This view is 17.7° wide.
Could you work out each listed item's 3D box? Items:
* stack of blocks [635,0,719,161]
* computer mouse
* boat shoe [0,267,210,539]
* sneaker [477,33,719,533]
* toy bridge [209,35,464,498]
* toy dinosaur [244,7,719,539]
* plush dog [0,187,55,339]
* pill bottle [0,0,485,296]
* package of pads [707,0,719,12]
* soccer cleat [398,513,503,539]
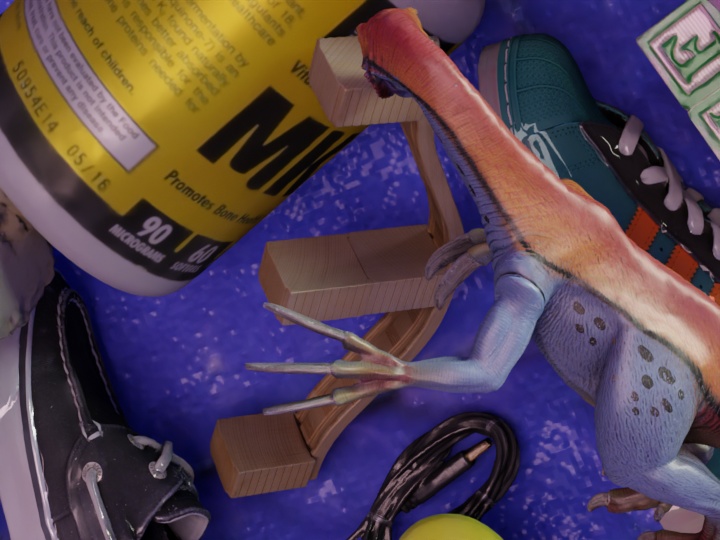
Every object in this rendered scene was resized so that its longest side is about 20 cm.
[{"bbox_3d":[0.148,-0.097,0.748,0.115,0.059,0.200,-35,88,18],"label":"stack of blocks"},{"bbox_3d":[-0.024,0.114,0.848,0.199,0.034,0.059,-30,54,14],"label":"computer mouse"},{"bbox_3d":[-0.087,0.087,0.822,0.067,0.072,0.201,-16,71,13],"label":"boat shoe"},{"bbox_3d":[0.109,0.003,0.773,0.080,0.071,0.201,-25,99,17],"label":"sneaker"},{"bbox_3d":[0.000,0.000,0.779,0.201,0.067,0.027,108,147,-42],"label":"toy bridge"},{"bbox_3d":[0.070,-0.001,0.683,0.199,0.105,0.182,-12,117,11],"label":"toy dinosaur"},{"bbox_3d":[-0.222,0.021,0.763,0.171,0.160,0.201,16,83,23],"label":"plush dog"},{"bbox_3d":[-0.031,-0.093,0.771,0.200,0.114,0.114,-41,86,18],"label":"pill bottle"},{"bbox_3d":[0.132,-0.134,0.677,0.200,0.076,0.121,43,110,6],"label":"package of pads"},{"bbox_3d":[0.052,0.179,0.762,0.064,0.084,0.201,-11,89,-2],"label":"soccer cleat"}]
